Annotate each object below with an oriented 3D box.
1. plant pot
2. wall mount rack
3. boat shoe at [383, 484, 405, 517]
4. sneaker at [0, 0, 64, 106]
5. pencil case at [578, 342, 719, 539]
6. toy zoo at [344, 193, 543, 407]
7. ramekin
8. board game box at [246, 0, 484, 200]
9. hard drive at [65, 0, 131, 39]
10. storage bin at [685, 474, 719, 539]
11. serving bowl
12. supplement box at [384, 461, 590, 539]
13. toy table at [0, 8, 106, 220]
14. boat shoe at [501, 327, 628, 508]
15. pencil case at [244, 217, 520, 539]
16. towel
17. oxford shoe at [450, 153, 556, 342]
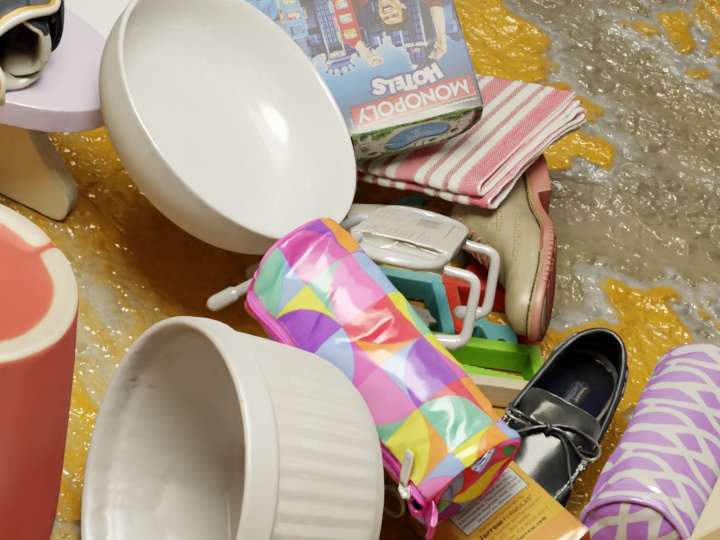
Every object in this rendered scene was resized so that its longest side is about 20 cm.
[{"bbox_3d":[-0.252,0.064,1.464,0.200,0.178,0.201,13,40,-11],"label":"plant pot"},{"bbox_3d":[0.000,0.000,1.683,0.173,0.075,0.200,13,11,8],"label":"wall mount rack"},{"bbox_3d":[-0.017,0.146,1.569,0.086,0.075,0.202,4,45,-22],"label":"boat shoe"},{"bbox_3d":[-0.224,-0.174,1.646,0.079,0.079,0.200,21,50,7],"label":"sneaker"},{"bbox_3d":[0.204,0.128,1.688,0.084,0.085,0.200,45,38,-6],"label":"pencil case"},{"bbox_3d":[0.055,0.014,1.797,0.131,0.021,0.200,9,41,-18],"label":"toy zoo"},{"bbox_3d":[-0.072,0.132,1.468,0.105,0.200,0.201,10,39,-32],"label":"ramekin"},{"bbox_3d":[-0.021,-0.123,1.788,0.199,0.062,0.201,-13,68,-4],"label":"board game box"},{"bbox_3d":[-0.142,-0.159,1.853,0.200,0.027,0.132,34,67,12],"label":"hard drive"},{"bbox_3d":[0.326,0.173,1.645,0.199,0.094,0.200,48,38,-10],"label":"storage bin"},{"bbox_3d":[-0.097,-0.091,1.669,0.200,0.066,0.201,29,43,-30],"label":"serving bowl"},{"bbox_3d":[0.057,0.134,1.596,0.069,0.067,0.200,-40,59,-17],"label":"supplement box"},{"bbox_3d":[-0.264,-0.116,1.712,0.200,0.117,0.184,33,40,13],"label":"toy table"},{"bbox_3d":[0.122,0.111,1.675,0.074,0.062,0.200,31,51,8],"label":"boat shoe"},{"bbox_3d":[0.012,0.062,1.535,0.088,0.088,0.200,-23,66,-42],"label":"pencil case"},{"bbox_3d":[0.047,-0.099,1.853,0.199,0.030,0.146,12,37,33],"label":"towel"},{"bbox_3d":[0.099,-0.015,1.791,0.074,0.071,0.200,2,31,-2],"label":"oxford shoe"}]
